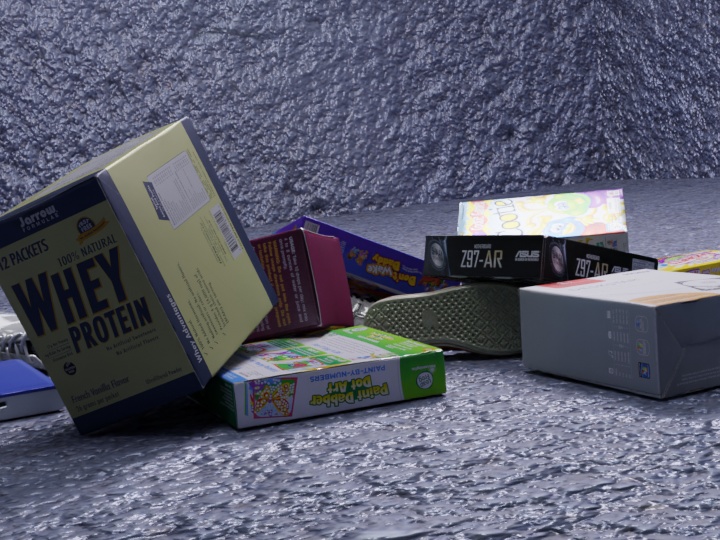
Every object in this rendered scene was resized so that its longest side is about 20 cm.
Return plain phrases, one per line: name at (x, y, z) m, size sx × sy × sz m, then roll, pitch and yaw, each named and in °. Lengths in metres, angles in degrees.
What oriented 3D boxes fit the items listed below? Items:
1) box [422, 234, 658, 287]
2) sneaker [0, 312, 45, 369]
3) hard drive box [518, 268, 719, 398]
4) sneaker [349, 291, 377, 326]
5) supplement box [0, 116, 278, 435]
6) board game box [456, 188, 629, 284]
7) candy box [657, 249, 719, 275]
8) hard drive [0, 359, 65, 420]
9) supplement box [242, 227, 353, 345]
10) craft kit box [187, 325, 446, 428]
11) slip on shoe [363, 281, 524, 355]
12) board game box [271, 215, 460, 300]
box at (0.188, -0.003, 1.377) m, size 0.199 × 0.044 × 0.159 m, roll 9°, pitch -5°, yaw -43°
sneaker at (-0.379, 0.080, 1.483) m, size 0.198 × 0.074 × 0.071 m, roll -7°, pitch 3°, yaw -19°
hard drive box at (0.258, 0.051, 1.178) m, size 0.154 × 0.078 × 0.199 m, roll -8°, pitch 6°, yaw -27°
sneaker at (-0.028, 0.040, 1.475) m, size 0.197 × 0.089 × 0.076 m, roll -5°, pitch 4°, yaw -14°
supplement box at (-0.199, -0.001, 1.180) m, size 0.133 × 0.202 × 0.200 m, roll -21°, pitch 12°, yaw 22°
board game box at (0.220, -0.022, 1.593) m, size 0.197 × 0.106 × 0.103 m, roll -4°, pitch 33°, yaw 10°
candy box at (0.417, -0.001, 1.746) m, size 0.198 × 0.027 × 0.102 m, roll -9°, pitch 11°, yaw -30°
hard drive at (-0.379, 0.122, 1.321) m, size 0.130 × 0.026 × 0.200 m, roll -9°, pitch 7°, yaw -25°
supplement box at (-0.122, 0.030, 1.383) m, size 0.198 × 0.105 × 0.131 m, roll -13°, pitch -7°, yaw 15°
craft kit box at (-0.050, 0.093, 1.220) m, size 0.195 × 0.049 × 0.200 m, roll -10°, pitch 8°, yaw -20°
slip on shoe at (0.103, 0.052, 1.349) m, size 0.197 × 0.075 × 0.061 m, roll -4°, pitch -8°, yaw 15°
board game box at (0.000, 0.000, 1.535) m, size 0.198 × 0.045 × 0.134 m, roll 20°, pitch -12°, yaw -16°
